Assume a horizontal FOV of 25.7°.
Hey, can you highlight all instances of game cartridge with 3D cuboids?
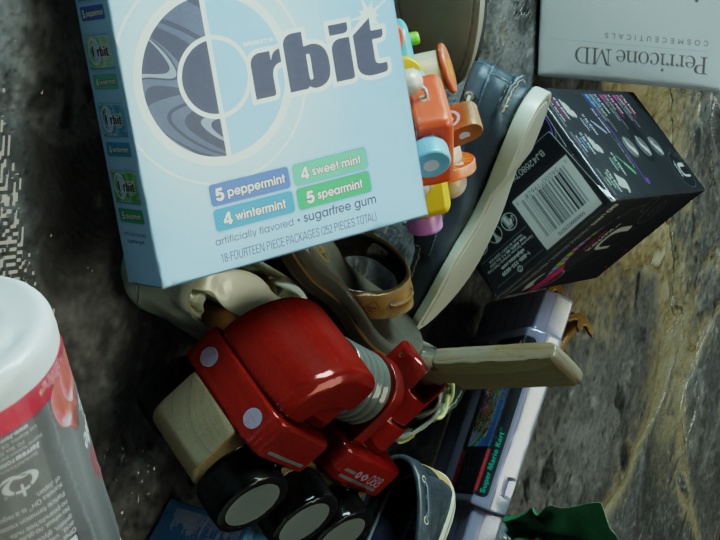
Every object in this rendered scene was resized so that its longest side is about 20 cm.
[{"bbox_3d":[0.096,0.114,1.192,0.130,0.038,0.201,147,-37,-75],"label":"game cartridge"}]

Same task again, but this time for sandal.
[{"bbox_3d":[0.000,0.000,1.022,0.055,0.082,0.200,-32,137,8],"label":"sandal"}]

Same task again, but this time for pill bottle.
[{"bbox_3d":[-0.173,0.112,0.734,0.111,0.110,0.201,-46,137,-44],"label":"pill bottle"}]

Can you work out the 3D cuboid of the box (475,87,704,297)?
[{"bbox_3d":[0.158,-0.061,1.202,0.122,0.106,0.200,-41,164,27],"label":"box"}]

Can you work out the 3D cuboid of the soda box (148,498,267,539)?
[{"bbox_3d":[-0.118,0.239,0.915,0.200,0.064,0.068,-62,146,-27],"label":"soda box"}]

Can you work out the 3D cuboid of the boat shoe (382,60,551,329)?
[{"bbox_3d":[0.064,-0.049,1.084,0.075,0.062,0.200,-43,160,-53],"label":"boat shoe"}]

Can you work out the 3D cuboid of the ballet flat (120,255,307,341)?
[{"bbox_3d":[-0.066,0.024,0.936,0.200,0.064,0.068,32,70,-59],"label":"ballet flat"}]

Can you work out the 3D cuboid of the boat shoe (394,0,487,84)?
[{"bbox_3d":[0.063,-0.227,1.070,0.063,0.072,0.201,-30,119,-49],"label":"boat shoe"}]

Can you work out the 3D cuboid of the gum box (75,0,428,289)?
[{"bbox_3d":[-0.057,-0.108,0.831,0.170,0.045,0.201,-16,102,-31],"label":"gum box"}]

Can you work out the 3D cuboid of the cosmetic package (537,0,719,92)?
[{"bbox_3d":[0.254,-0.259,1.294,0.165,0.164,0.201,-22,117,-55],"label":"cosmetic package"}]

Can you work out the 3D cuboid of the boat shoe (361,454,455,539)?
[{"bbox_3d":[0.008,0.211,1.040,0.062,0.074,0.200,53,49,-46],"label":"boat shoe"}]

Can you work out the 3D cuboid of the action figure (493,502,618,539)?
[{"bbox_3d":[0.122,0.217,1.151,0.055,0.200,0.119,-17,97,-28],"label":"action figure"}]

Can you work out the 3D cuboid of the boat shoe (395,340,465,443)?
[{"bbox_3d":[0.030,0.089,1.123,0.202,0.060,0.072,1,98,-60],"label":"boat shoe"}]

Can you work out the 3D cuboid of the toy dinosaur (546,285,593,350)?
[{"bbox_3d":[0.141,0.056,1.293,0.106,0.060,0.200,-52,-179,32],"label":"toy dinosaur"}]

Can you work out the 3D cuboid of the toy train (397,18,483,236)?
[{"bbox_3d":[0.041,-0.111,0.976,0.150,0.055,0.200,82,-4,-48],"label":"toy train"}]

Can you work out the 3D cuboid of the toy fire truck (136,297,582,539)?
[{"bbox_3d":[0.005,0.072,0.911,0.200,0.129,0.176,-43,149,7],"label":"toy fire truck"}]
